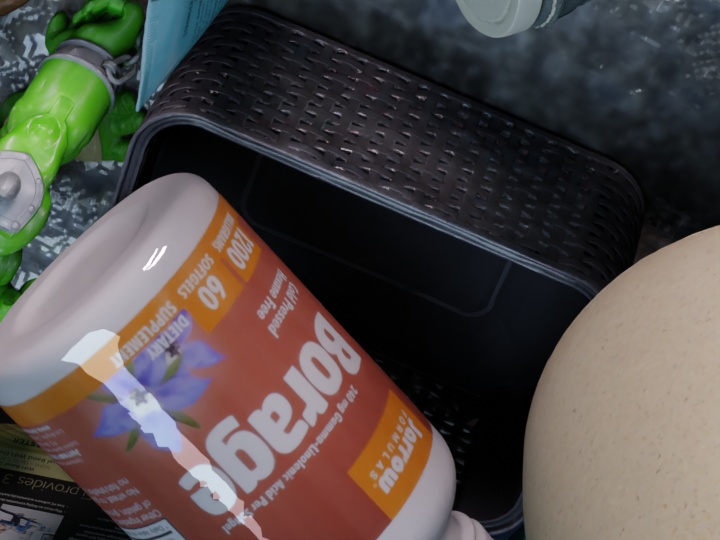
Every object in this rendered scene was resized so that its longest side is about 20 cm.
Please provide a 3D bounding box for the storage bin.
[{"bbox_3d":[0.000,0.000,0.978,0.199,0.094,0.136,23,125,-1],"label":"storage bin"}]

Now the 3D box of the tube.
[{"bbox_3d":[-0.042,-0.133,0.838,0.050,0.200,0.078,11,123,7],"label":"tube"}]

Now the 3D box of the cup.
[{"bbox_3d":[0.139,0.102,0.748,0.199,0.143,0.201,6,118,10],"label":"cup"}]

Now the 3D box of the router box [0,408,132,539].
[{"bbox_3d":[-0.144,0.100,1.041,0.199,0.158,0.053,10,124,9],"label":"router box"}]

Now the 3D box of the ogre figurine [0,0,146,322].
[{"bbox_3d":[-0.160,-0.016,0.994,0.199,0.120,0.098,-26,112,28],"label":"ogre figurine"}]

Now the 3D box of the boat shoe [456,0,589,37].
[{"bbox_3d":[0.071,-0.184,0.873,0.061,0.073,0.201,-13,120,-28],"label":"boat shoe"}]

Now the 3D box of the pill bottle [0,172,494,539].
[{"bbox_3d":[-0.036,0.070,0.908,0.112,0.112,0.200,-33,109,30],"label":"pill bottle"}]

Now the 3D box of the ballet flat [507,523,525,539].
[{"bbox_3d":[0.064,0.146,0.987,0.200,0.068,0.072,-31,112,32],"label":"ballet flat"}]

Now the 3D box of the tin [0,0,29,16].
[{"bbox_3d":[-0.202,-0.172,0.957,0.199,0.042,0.112,28,129,-3],"label":"tin"}]

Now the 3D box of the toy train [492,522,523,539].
[{"bbox_3d":[0.112,0.117,1.031,0.199,0.087,0.115,-24,104,29],"label":"toy train"}]
